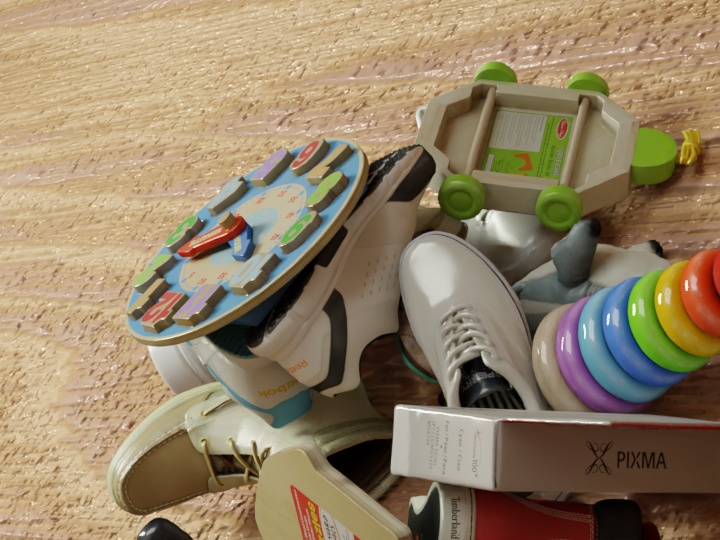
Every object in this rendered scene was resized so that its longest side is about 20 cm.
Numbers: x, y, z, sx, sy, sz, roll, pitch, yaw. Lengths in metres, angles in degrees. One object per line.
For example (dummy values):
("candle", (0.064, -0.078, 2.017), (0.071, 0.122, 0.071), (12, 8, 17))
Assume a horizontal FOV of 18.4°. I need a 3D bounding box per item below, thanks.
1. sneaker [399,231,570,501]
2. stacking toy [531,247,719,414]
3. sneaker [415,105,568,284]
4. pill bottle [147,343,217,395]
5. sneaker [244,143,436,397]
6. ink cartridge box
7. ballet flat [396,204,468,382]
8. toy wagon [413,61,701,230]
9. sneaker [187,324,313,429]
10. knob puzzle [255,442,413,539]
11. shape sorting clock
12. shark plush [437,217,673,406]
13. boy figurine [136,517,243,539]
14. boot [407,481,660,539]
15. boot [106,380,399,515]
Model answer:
("sneaker", (0.078, 0.057, 1.404), (0.073, 0.071, 0.201), (-30, 68, 7))
("stacking toy", (0.192, 0.026, 1.336), (0.200, 0.085, 0.086), (-36, 26, 48))
("sneaker", (0.083, -0.061, 1.628), (0.075, 0.089, 0.200), (-40, 30, 3))
("pill bottle", (-0.061, 0.021, 1.679), (0.199, 0.111, 0.111), (-33, 31, 19))
("sneaker", (0.000, 0.000, 1.489), (0.074, 0.080, 0.201), (-23, 29, 57))
("ink cartridge box", (0.146, 0.102, 1.244), (0.176, 0.199, 0.045), (1, 87, 52))
("ballet flat", (0.050, -0.002, 1.539), (0.067, 0.068, 0.201), (-51, 31, 22))
("toy wagon", (0.139, -0.084, 1.568), (0.198, 0.040, 0.156), (7, 39, 10))
("sneaker", (-0.095, 0.041, 1.574), (0.076, 0.081, 0.200), (-26, 33, -11))
("knob puzzle", (-0.003, 0.184, 1.336), (0.030, 0.221, 0.219), (-26, 23, -23))
("shape sorting clock", (-0.079, -0.023, 1.495), (0.199, 0.039, 0.201), (-33, 26, 19))
("shark plush", (0.125, 0.040, 1.476), (0.199, 0.091, 0.084), (-27, 63, 19))
("boy figurine", (-0.110, 0.240, 1.511), (0.124, 0.064, 0.200), (-45, 26, -8))
("boot", (0.100, 0.172, 1.342), (0.200, 0.143, 0.073), (122, 151, -74))
("boot", (-0.072, 0.136, 1.557), (0.199, 0.072, 0.155), (-27, 31, -10))
